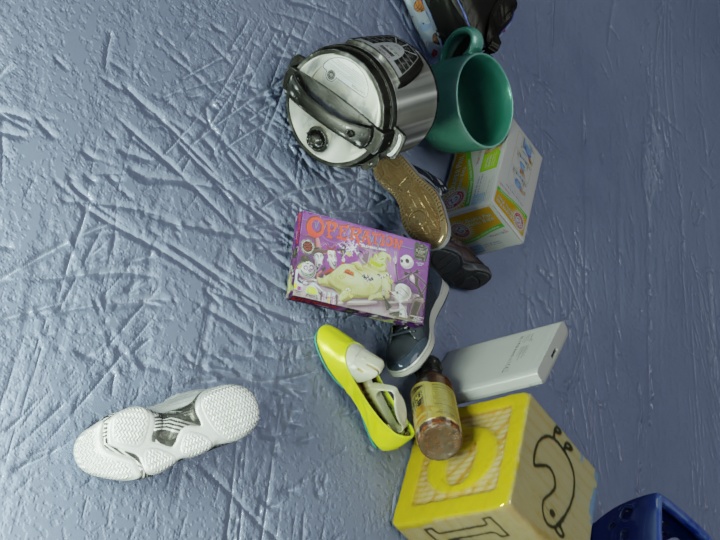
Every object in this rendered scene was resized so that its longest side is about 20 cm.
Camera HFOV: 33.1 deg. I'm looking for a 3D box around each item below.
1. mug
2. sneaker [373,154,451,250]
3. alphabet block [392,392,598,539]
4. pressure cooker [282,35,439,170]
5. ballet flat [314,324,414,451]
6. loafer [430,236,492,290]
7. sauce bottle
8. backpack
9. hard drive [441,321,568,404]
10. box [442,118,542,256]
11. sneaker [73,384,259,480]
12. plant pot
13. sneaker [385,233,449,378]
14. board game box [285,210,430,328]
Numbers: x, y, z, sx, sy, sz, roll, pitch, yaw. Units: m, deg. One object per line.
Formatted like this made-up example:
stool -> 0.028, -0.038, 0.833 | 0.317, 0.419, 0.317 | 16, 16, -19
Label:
mug -> 0.162, -0.279, 1.955 | 0.152, 0.114, 0.185 | 44, 57, -35
sneaker -> 0.101, -0.093, 1.802 | 0.108, 0.070, 0.200 | 30, 23, -48
alphabet block -> 0.192, 0.316, 1.681 | 0.200, 0.196, 0.196 | 47, 41, -30
pressure cooker -> -0.003, -0.231, 1.685 | 0.200, 0.176, 0.179 | -24, 104, -53
ballet flat -> 0.013, 0.153, 1.625 | 0.067, 0.067, 0.200 | -44, 111, -49
loafer -> 0.132, -0.021, 1.875 | 0.200, 0.072, 0.063 | 24, 37, -53
sauce bottle -> 0.102, 0.185, 1.683 | 0.066, 0.066, 0.200 | 55, 12, -21
backpack -> 0.175, -0.457, 2.041 | 0.190, 0.154, 0.200 | -39, 113, -44
hard drive -> 0.194, 0.140, 1.756 | 0.027, 0.200, 0.132 | 59, 38, -18
box -> 0.212, -0.134, 1.978 | 0.101, 0.112, 0.200 | 48, 42, -31
sneaker -> -0.214, 0.177, 1.313 | 0.200, 0.115, 0.075 | -15, 86, -20
plant pot -> 0.449, 0.497, 1.953 | 0.200, 0.180, 0.200 | 38, 47, -36
sneaker -> 0.050, 0.041, 1.710 | 0.146, 0.077, 0.203 | 54, 36, -30
board game box -> 0.000, 0.000, 1.634 | 0.200, 0.032, 0.120 | 13, 68, -25
